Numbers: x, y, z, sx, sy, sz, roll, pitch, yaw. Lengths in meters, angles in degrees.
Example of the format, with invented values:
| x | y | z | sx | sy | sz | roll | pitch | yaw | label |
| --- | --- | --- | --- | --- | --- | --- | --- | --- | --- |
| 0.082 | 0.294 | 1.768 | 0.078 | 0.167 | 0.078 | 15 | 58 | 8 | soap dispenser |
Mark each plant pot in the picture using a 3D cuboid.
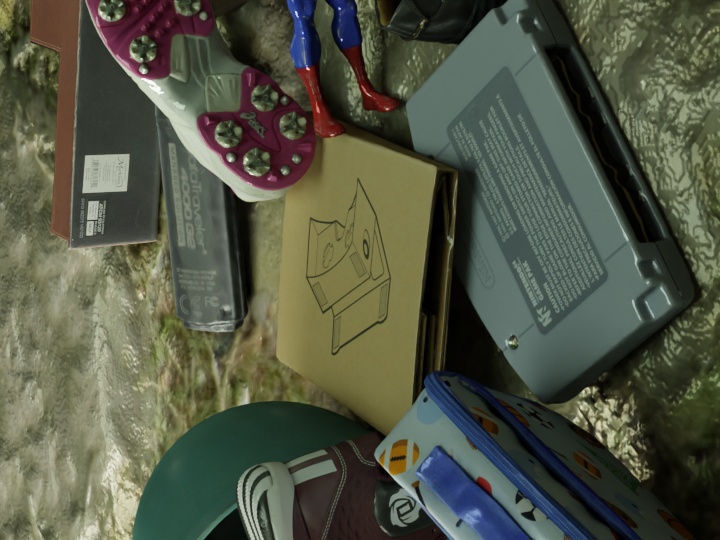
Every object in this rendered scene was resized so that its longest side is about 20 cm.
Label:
| x | y | z | sx | sy | sz | roll | pitch | yaw | label |
| --- | --- | --- | --- | --- | --- | --- | --- | --- | --- |
| -0.046 | 0.169 | 1.308 | 0.161 | 0.200 | 0.201 | -136 | 50 | -60 | plant pot |

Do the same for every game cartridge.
| x | y | z | sx | sy | sz | roll | pitch | yaw | label |
| --- | --- | --- | --- | --- | --- | --- | --- | --- | --- |
| 0.097 | -0.036 | 1.215 | 0.133 | 0.040 | 0.201 | -42 | 63 | 43 | game cartridge |

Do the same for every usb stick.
| x | y | z | sx | sy | sz | roll | pitch | yaw | label |
| --- | --- | --- | --- | --- | --- | --- | --- | --- | --- |
| -0.105 | -0.058 | 1.447 | 0.055 | 0.033 | 0.201 | 5 | 108 | 28 | usb stick |

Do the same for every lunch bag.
| x | y | z | sx | sy | sz | roll | pitch | yaw | label |
| --- | --- | --- | --- | --- | --- | --- | --- | --- | --- |
| 0.106 | 0.136 | 1.121 | 0.200 | 0.160 | 0.076 | 43 | 101 | 36 | lunch bag |

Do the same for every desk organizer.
| x | y | z | sx | sy | sz | roll | pitch | yaw | label |
| --- | --- | --- | --- | --- | --- | --- | --- | --- | --- |
| -0.184 | -0.123 | 1.529 | 0.077 | 0.071 | 0.201 | 23 | 113 | 50 | desk organizer |

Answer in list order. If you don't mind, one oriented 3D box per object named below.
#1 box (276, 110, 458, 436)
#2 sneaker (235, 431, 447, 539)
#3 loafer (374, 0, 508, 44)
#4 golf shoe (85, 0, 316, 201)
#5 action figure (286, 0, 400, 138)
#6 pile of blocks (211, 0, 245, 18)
| x | y | z | sx | sy | sz | roll | pitch | yaw | label |
| --- | --- | --- | --- | --- | --- | --- | --- | --- | --- |
| 0.000 | 0.000 | 1.317 | 0.200 | 0.021 | 0.164 | -150 | 62 | -62 | box |
| 0.014 | 0.178 | 1.203 | 0.076 | 0.115 | 0.201 | 39 | 149 | 60 | sneaker |
| 0.028 | -0.225 | 1.240 | 0.073 | 0.072 | 0.201 | -25 | 75 | 52 | loafer |
| -0.109 | -0.121 | 1.368 | 0.200 | 0.075 | 0.092 | 53 | 163 | 6 | golf shoe |
| -0.029 | -0.180 | 1.284 | 0.052 | 0.065 | 0.201 | 18 | 130 | 64 | action figure |
| -0.085 | -0.229 | 1.376 | 0.200 | 0.082 | 0.062 | -46 | 61 | 46 | pile of blocks |
